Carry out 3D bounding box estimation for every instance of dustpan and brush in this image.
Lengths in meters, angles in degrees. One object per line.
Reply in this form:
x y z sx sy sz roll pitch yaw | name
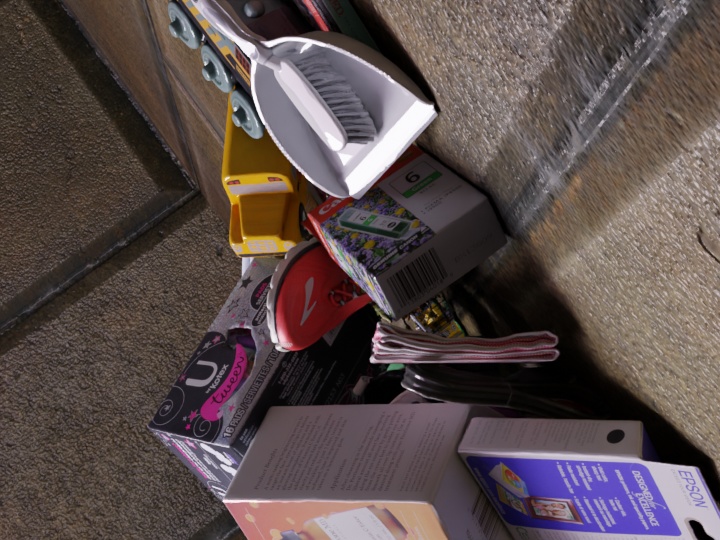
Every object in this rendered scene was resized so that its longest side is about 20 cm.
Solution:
-0.052 -0.149 1.112 0.200 0.057 0.140 50 138 4 | dustpan and brush

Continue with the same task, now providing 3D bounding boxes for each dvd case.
-0.032 -0.197 1.200 0.147 0.022 0.200 57 171 -12 | dvd case

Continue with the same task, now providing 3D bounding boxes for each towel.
0.080 0.061 1.203 0.200 0.145 0.030 90 -179 -86 | towel

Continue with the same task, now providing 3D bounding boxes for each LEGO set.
0.013 0.027 1.521 0.154 0.115 0.201 49 171 36 | LEGO set

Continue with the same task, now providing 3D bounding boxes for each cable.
0.119 0.107 1.155 0.199 0.051 0.097 1 -155 -43 | cable

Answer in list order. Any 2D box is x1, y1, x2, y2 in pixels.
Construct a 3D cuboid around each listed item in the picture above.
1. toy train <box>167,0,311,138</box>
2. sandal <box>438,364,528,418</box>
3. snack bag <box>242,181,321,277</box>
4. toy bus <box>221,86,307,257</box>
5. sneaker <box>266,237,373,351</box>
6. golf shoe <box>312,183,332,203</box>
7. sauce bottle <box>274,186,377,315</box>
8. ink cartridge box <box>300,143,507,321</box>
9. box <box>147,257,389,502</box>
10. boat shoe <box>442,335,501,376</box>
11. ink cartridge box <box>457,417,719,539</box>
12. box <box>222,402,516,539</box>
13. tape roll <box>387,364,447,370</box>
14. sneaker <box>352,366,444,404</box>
-0.096 -0.201 1.230 0.201 0.085 0.114 54 161 19 | toy train
0.140 0.115 1.263 0.202 0.050 0.082 21 -161 -46 | sandal
-0.071 -0.019 1.531 0.200 0.021 0.191 -9 -79 -67 | snack bag
-0.082 -0.114 1.308 0.078 0.064 0.202 70 -161 -60 | toy bus
0.000 0.000 1.255 0.084 0.200 0.078 10 129 44 | sneaker
-0.006 -0.080 1.393 0.201 0.072 0.092 62 -174 10 | golf shoe
-0.047 -0.019 1.410 0.201 0.066 0.066 55 173 -30 | sauce bottle
0.022 -0.046 1.187 0.200 0.109 0.051 44 166 55 | ink cartridge box
-0.078 0.104 1.350 0.114 0.201 0.132 5 144 41 | box
0.087 0.109 1.472 0.200 0.070 0.092 -3 88 64 | boat shoe
0.201 0.188 1.142 0.198 0.044 0.199 0 138 35 | ink cartridge box
0.015 0.200 1.218 0.198 0.107 0.153 -5 129 32 | box
0.036 0.164 1.451 0.200 0.048 0.203 18 111 59 | tape roll
0.070 0.147 1.264 0.129 0.080 0.199 14 -153 -52 | sneaker
